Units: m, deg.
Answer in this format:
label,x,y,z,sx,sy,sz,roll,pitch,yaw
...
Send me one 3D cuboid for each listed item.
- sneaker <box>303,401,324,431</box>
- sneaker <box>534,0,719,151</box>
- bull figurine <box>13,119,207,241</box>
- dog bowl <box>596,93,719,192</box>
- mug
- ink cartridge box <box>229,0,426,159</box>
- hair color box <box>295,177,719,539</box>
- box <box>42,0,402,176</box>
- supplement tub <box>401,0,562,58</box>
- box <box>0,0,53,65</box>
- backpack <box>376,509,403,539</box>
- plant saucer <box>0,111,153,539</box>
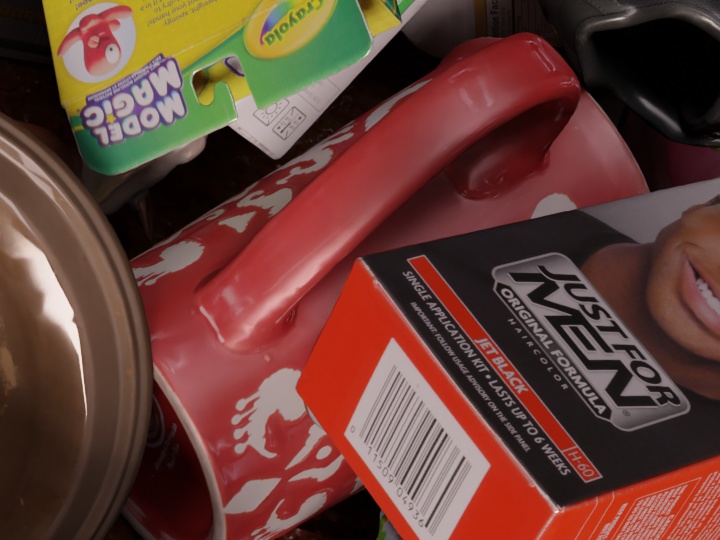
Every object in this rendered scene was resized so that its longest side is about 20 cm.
label,x,y,z,sx,sy,sz,roll,pitch,yaw
sneaker,0.080,0.057,0.721,0.199,0.070,0.108,14,15,-45
sneaker,0.148,-0.070,0.822,0.199,0.075,0.085,21,38,-17
bull figurine,-0.152,-0.028,0.768,0.199,0.121,0.066,-3,101,-7
dog bowl,0.183,-0.019,0.912,0.199,0.074,0.201,10,59,-16
mug,-0.007,-0.002,0.780,0.199,0.178,0.133,-30,41,-27
ink cartridge box,-0.004,-0.152,0.789,0.200,0.050,0.109,-47,60,5
hair color box,0.091,0.032,0.656,0.199,0.061,0.102,-13,53,-39
box,-0.058,-0.132,0.752,0.117,0.048,0.201,-23,60,18
supplement tub,0.080,-0.165,0.888,0.199,0.145,0.145,-6,61,1
box,-0.154,-0.167,0.884,0.199,0.048,0.159,10,59,-16
backpack,0.067,0.168,0.683,0.199,0.183,0.148,24,92,-12
plant saucer,-0.167,0.035,0.693,0.199,0.201,0.029,28,12,-4
